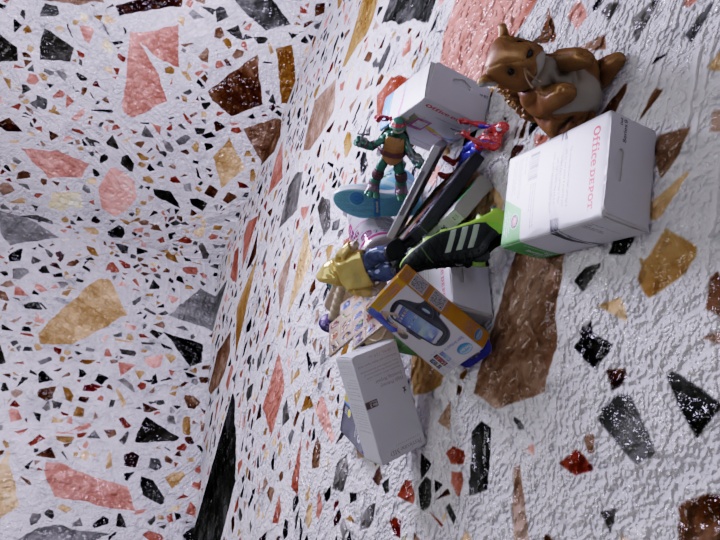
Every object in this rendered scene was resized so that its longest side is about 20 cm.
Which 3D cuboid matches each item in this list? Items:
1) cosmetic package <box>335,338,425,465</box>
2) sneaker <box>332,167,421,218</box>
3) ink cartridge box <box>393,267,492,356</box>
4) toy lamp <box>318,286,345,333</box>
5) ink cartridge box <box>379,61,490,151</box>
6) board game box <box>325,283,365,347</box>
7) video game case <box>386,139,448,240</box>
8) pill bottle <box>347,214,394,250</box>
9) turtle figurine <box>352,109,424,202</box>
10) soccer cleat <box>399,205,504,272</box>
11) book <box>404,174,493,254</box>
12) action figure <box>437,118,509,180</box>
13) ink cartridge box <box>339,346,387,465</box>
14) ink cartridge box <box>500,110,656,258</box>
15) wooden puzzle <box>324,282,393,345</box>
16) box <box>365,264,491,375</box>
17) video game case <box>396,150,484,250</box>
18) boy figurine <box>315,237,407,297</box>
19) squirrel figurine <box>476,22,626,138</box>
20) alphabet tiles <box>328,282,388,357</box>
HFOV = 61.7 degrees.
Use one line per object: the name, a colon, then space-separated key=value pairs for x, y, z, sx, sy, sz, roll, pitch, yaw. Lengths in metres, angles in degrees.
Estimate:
cosmetic package: x=0.037 y=0.235 z=1.091 sx=0.074 sy=0.102 sz=0.200 roll=-16 pitch=93 yaw=62
sneaker: x=0.038 y=-0.184 z=1.380 sx=0.131 sy=0.199 sz=0.080 roll=-87 pitch=3 yaw=-48
ink cartridge box: x=0.141 y=0.052 z=1.087 sx=0.200 sy=0.087 sz=0.146 roll=131 pitch=147 yaw=-50
toy lamp: x=-0.043 y=0.049 z=1.283 sx=0.058 sy=0.058 sz=0.200 roll=-98 pitch=21 yaw=-45
ink cartridge box: x=0.149 y=-0.329 z=1.240 sx=0.200 sy=0.144 sz=0.085 roll=-17 pitch=58 yaw=65
board game box: x=-0.007 y=0.062 z=1.415 sx=0.200 sy=0.028 sz=0.135 roll=58 pitch=136 yaw=31
video game case: x=0.115 y=-0.164 z=1.206 sx=0.200 sy=0.018 sz=0.143 roll=-63 pitch=-5 yaw=20
pill bottle: x=0.034 y=-0.078 z=1.400 sx=0.114 sy=0.113 sz=0.200 roll=-64 pitch=24 yaw=25
turtle figurine: x=0.066 y=-0.239 z=1.237 sx=0.101 sy=0.149 sz=0.200 roll=-60 pitch=-18 yaw=-45
soccer cleat: x=0.161 y=-0.033 z=0.977 sx=0.068 sy=0.200 sz=0.081 roll=69 pitch=176 yaw=-67
book: x=0.151 y=-0.079 z=1.120 sx=0.134 sy=0.048 sz=0.200 roll=-46 pitch=0 yaw=-44
action figure: x=0.195 y=-0.242 z=1.140 sx=0.200 sy=0.099 sz=0.065 roll=-26 pitch=44 yaw=59
ink cartridge box: x=0.018 y=0.278 z=1.275 sx=0.200 sy=0.047 sz=0.198 roll=-166 pitch=86 yaw=-70
ink cartridge box: x=0.292 y=-0.107 z=0.827 sx=0.200 sy=0.084 sz=0.146 roll=-18 pitch=59 yaw=65
wooden puzzle: x=0.020 y=0.067 z=1.307 sx=0.185 sy=0.046 sz=0.200 roll=41 pitch=133 yaw=20
box: x=0.116 y=0.092 z=0.989 sx=0.041 sy=0.200 sz=0.119 roll=-48 pitch=-1 yaw=-41
video game case: x=0.137 y=-0.118 z=1.144 sx=0.200 sy=0.025 sz=0.181 roll=-52 pitch=5 yaw=-23
boy figurine: x=0.000 y=0.000 z=1.144 sx=0.200 sy=0.125 sz=0.064 roll=-14 pitch=20 yaw=42
squirrel figurine: x=0.253 y=-0.282 z=0.899 sx=0.142 sy=0.186 sz=0.200 roll=-71 pitch=22 yaw=9
alphabet tiles: x=0.008 y=0.080 z=1.172 sx=0.200 sy=0.008 sz=0.167 roll=-42 pitch=26 yaw=22
